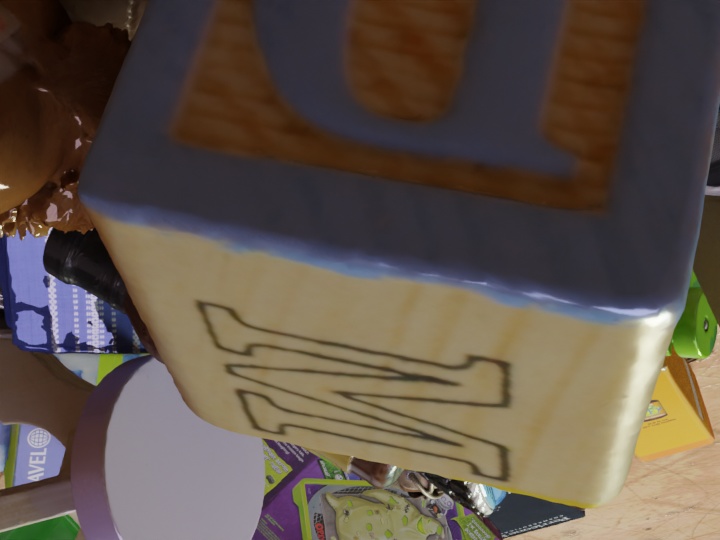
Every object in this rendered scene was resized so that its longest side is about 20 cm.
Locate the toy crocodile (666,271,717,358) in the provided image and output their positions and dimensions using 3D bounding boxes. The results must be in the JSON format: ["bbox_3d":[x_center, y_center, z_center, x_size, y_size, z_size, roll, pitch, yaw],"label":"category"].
[{"bbox_3d":[0.179,0.001,0.792,0.067,0.062,0.200,3,-156,32],"label":"toy crocodile"}]

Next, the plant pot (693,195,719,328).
[{"bbox_3d":[0.306,-0.024,0.736,0.199,0.201,0.177,12,137,-36],"label":"plant pot"}]

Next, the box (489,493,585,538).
[{"bbox_3d":[0.040,0.138,1.047,0.196,0.118,0.200,-20,153,21],"label":"box"}]

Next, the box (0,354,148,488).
[{"bbox_3d":[-0.151,0.094,0.914,0.198,0.048,0.123,2,116,-21],"label":"box"}]

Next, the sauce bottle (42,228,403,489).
[{"bbox_3d":[-0.057,0.029,0.659,0.199,0.065,0.065,30,157,12],"label":"sauce bottle"}]

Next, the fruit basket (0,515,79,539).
[{"bbox_3d":[-0.233,0.225,1.026,0.216,0.155,0.216,-46,175,-5],"label":"fruit basket"}]

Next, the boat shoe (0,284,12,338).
[{"bbox_3d":[-0.257,0.009,0.748,0.198,0.066,0.074,-1,153,-15],"label":"boat shoe"}]

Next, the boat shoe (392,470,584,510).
[{"bbox_3d":[0.044,0.101,0.812,0.199,0.072,0.076,19,157,27],"label":"boat shoe"}]

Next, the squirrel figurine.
[{"bbox_3d":[-0.180,-0.053,0.576,0.199,0.143,0.186,13,153,-32],"label":"squirrel figurine"}]

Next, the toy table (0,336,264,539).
[{"bbox_3d":[-0.143,0.116,0.781,0.116,0.185,0.200,-13,166,18],"label":"toy table"}]

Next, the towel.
[{"bbox_3d":[-0.087,-0.019,0.715,0.198,0.024,0.146,1,124,-5],"label":"towel"}]

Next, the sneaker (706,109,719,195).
[{"bbox_3d":[0.171,-0.109,0.640,0.113,0.076,0.200,3,146,-22],"label":"sneaker"}]

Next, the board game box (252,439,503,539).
[{"bbox_3d":[-0.014,0.146,0.906,0.120,0.032,0.200,-40,103,9],"label":"board game box"}]

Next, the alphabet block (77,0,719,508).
[{"bbox_3d":[0.030,-0.042,0.540,0.195,0.196,0.200,13,155,11],"label":"alphabet block"}]

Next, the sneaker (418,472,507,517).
[{"bbox_3d":[0.054,0.037,0.711,0.090,0.078,0.201,-28,120,-23],"label":"sneaker"}]

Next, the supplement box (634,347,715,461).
[{"bbox_3d":[0.212,0.084,1.051,0.066,0.069,0.200,-18,154,17],"label":"supplement box"}]
